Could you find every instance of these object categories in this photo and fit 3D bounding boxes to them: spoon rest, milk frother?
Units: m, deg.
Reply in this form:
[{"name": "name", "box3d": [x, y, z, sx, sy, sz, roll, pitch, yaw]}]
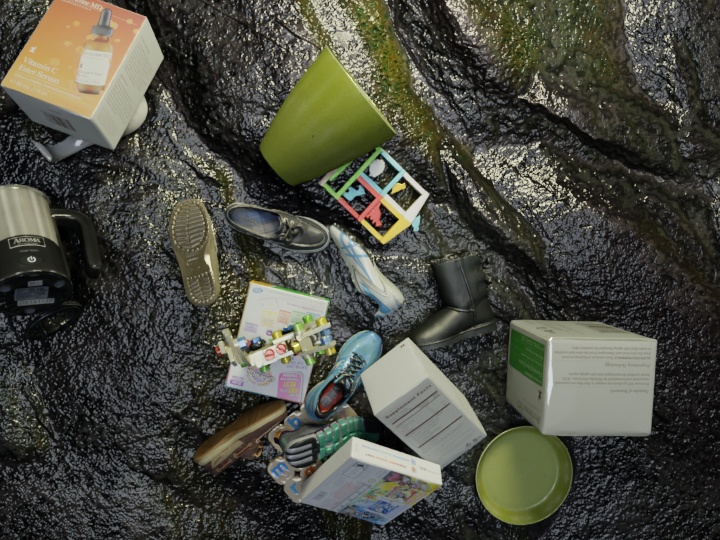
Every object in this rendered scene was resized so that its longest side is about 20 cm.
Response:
[{"name": "spoon rest", "box3d": [-0.471, -0.260, 0.995, 0.200, 0.061, 0.099, -41, 98, -16]}, {"name": "milk frother", "box3d": [-0.561, -0.004, 0.964, 0.200, 0.180, 0.188, -43, 59, 26]}]

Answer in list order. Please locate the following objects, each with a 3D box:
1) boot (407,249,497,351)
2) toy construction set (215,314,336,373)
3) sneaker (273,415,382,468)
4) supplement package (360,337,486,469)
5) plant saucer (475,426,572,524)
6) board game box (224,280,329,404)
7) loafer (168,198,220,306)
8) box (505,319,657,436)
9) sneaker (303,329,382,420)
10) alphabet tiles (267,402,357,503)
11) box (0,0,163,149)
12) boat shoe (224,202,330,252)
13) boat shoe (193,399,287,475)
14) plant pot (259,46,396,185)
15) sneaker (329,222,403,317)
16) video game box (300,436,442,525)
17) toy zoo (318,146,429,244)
[{"name": "boot", "box3d": [0.165, 0.054, 1.069, 0.198, 0.073, 0.163, -15, 97, -12]}, {"name": "toy construction set", "box3d": [-0.143, 0.132, 0.969, 0.199, 0.131, 0.092, -7, 94, -6]}, {"name": "sneaker", "box3d": [-0.059, 0.302, 1.054, 0.200, 0.087, 0.075, -3, 102, -31]}, {"name": "supplement package", "box3d": [0.112, 0.242, 1.015, 0.117, 0.117, 0.200, -39, 118, 8]}, {"name": "plant saucer", "box3d": [0.324, 0.405, 1.130, 0.199, 0.031, 0.201, 0, 93, -6]}, {"name": "board game box", "box3d": [-0.155, 0.134, 1.055, 0.153, 0.040, 0.201, 15, 92, -7]}, {"name": "loafer", "box3d": [-0.296, -0.029, 1.019, 0.075, 0.068, 0.201, -9, 79, -7]}, {"name": "box", "box3d": [0.395, 0.190, 1.039, 0.199, 0.199, 0.172, 1, 94, -5]}, {"name": "sneaker", "box3d": [-0.022, 0.200, 1.045, 0.078, 0.090, 0.200, 38, 80, -7]}, {"name": "alphabet tiles", "box3d": [-0.076, 0.352, 1.091, 0.200, 0.015, 0.196, -40, 97, -2]}, {"name": "box", "box3d": [-0.446, -0.328, 0.925, 0.152, 0.106, 0.200, 19, 74, 1]}, {"name": "boat shoe", "box3d": [-0.151, -0.080, 1.029, 0.200, 0.066, 0.070, 19, 92, -7]}, {"name": "boat shoe", "box3d": [-0.210, 0.315, 1.048, 0.200, 0.072, 0.072, -34, 105, 3]}, {"name": "plant pot", "box3d": [-0.071, -0.246, 0.985, 0.200, 0.187, 0.187, -39, 97, 12]}, {"name": "sneaker", "box3d": [0.000, 0.000, 1.051, 0.072, 0.072, 0.200, -36, 94, 5]}, {"name": "video game box", "box3d": [0.016, 0.385, 1.018, 0.182, 0.047, 0.200, 25, 129, -17]}, {"name": "toy zoo", "box3d": [0.037, -0.143, 1.068, 0.200, 0.020, 0.131, 43, 88, -7]}]
